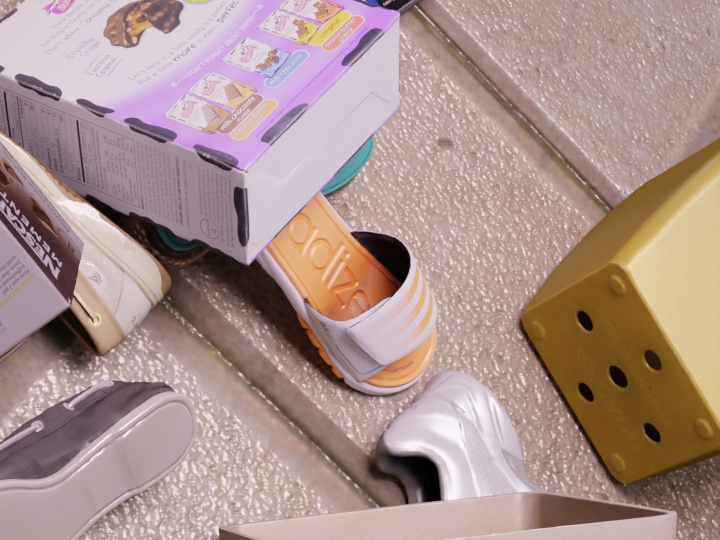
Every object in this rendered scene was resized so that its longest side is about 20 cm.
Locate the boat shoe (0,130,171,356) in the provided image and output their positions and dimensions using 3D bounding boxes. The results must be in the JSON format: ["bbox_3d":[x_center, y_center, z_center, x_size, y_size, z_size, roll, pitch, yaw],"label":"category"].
[{"bbox_3d":[-0.199,-0.029,1.061,0.200,0.074,0.066,37,73,-8],"label":"boat shoe"}]

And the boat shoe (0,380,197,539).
[{"bbox_3d":[-0.175,0.117,1.027,0.200,0.057,0.067,-30,123,-38],"label":"boat shoe"}]

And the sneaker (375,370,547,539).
[{"bbox_3d":[0.077,0.166,1.176,0.099,0.078,0.200,-33,81,-34],"label":"sneaker"}]

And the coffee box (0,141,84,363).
[{"bbox_3d":[-0.232,-0.050,0.962,0.200,0.080,0.113,52,6,-16],"label":"coffee box"}]

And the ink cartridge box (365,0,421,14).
[{"bbox_3d":[-0.015,-0.201,1.298,0.094,0.044,0.200,51,49,-2],"label":"ink cartridge box"}]

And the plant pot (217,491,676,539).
[{"bbox_3d":[0.046,0.221,1.024,0.199,0.200,0.178,-3,88,-17],"label":"plant pot"}]

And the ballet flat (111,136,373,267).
[{"bbox_3d":[-0.076,-0.055,1.167,0.200,0.065,0.071,-25,98,-43],"label":"ballet flat"}]

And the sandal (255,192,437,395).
[{"bbox_3d":[-0.004,0.006,1.154,0.207,0.059,0.079,48,59,-38],"label":"sandal"}]

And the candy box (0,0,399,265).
[{"bbox_3d":[-0.103,-0.108,1.102,0.199,0.072,0.168,22,46,23],"label":"candy box"}]

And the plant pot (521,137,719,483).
[{"bbox_3d":[0.231,0.032,1.276,0.176,0.200,0.200,-29,87,-30],"label":"plant pot"}]
